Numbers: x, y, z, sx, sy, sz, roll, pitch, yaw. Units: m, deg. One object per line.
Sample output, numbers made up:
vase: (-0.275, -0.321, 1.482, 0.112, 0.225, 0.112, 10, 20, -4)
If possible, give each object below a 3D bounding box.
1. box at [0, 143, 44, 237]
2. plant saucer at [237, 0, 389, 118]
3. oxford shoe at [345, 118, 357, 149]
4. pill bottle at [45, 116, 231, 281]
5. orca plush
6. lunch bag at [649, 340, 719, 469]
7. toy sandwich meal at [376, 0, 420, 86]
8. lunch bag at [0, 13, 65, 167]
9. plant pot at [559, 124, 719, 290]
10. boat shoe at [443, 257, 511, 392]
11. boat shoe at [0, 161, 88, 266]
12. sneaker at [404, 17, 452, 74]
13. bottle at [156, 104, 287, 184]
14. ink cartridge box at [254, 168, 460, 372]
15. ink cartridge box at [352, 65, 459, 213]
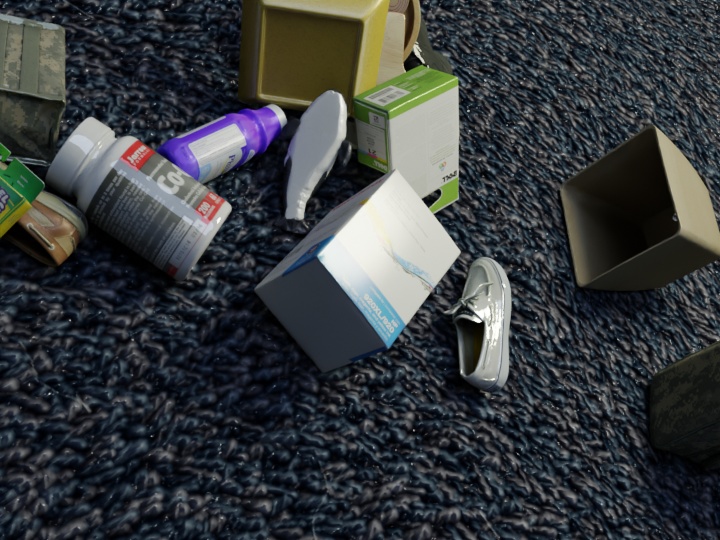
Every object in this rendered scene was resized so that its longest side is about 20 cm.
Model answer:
box: (-0.448, -0.059, 0.924, 0.117, 0.048, 0.200, 41, 76, -1)
plant saucer: (-0.070, -0.298, 1.191, 0.197, 0.202, 0.049, 7, 38, -3)
oxford shoe: (-0.039, -0.280, 1.322, 0.075, 0.058, 0.201, -19, 71, -33)
pill bottle: (-0.266, -0.088, 1.043, 0.199, 0.114, 0.114, 35, 52, -9)
orca plush: (-0.057, -0.146, 1.209, 0.104, 0.071, 0.203, 4, 88, 14)
lunch bag: (0.549, 0.205, 1.266, 0.166, 0.200, 0.141, 20, 55, -15)
toy sandwich meal: (0.005, -0.362, 1.259, 0.203, 0.070, 0.208, -4, 105, -15)
lunch bag: (-0.451, -0.224, 1.009, 0.198, 0.118, 0.165, 7, 41, -24)
plant pot: (0.469, -0.078, 1.404, 0.176, 0.199, 0.202, 17, 55, -32)
boat shoe: (0.157, 0.065, 1.212, 0.086, 0.074, 0.204, 24, 58, -35)
boat shoe: (-0.413, -0.072, 0.986, 0.199, 0.076, 0.074, 28, 56, -11)
sneaker: (0.087, -0.330, 1.363, 0.200, 0.075, 0.092, 37, 39, -39)
bottle: (-0.183, -0.168, 1.160, 0.199, 0.083, 0.066, -34, 88, -39)
ink cartridge box: (0.000, 0.000, 1.106, 0.145, 0.147, 0.200, 50, 50, -11)
ink cartridge box: (0.071, -0.175, 1.269, 0.147, 0.202, 0.075, -31, 42, -32)
